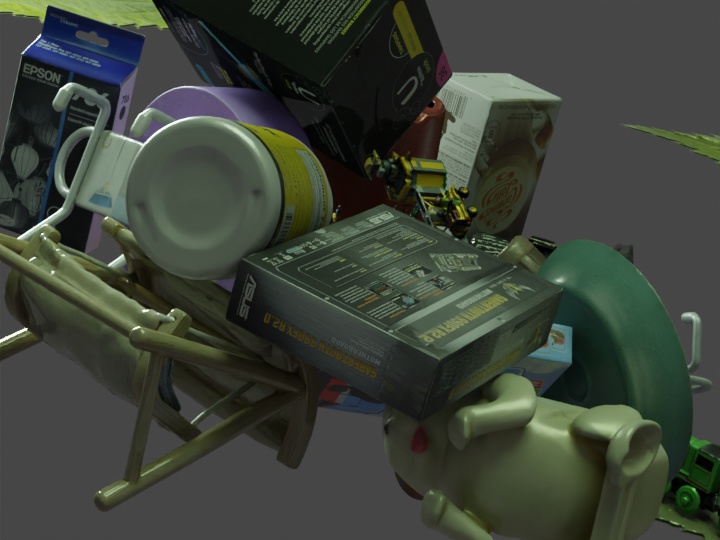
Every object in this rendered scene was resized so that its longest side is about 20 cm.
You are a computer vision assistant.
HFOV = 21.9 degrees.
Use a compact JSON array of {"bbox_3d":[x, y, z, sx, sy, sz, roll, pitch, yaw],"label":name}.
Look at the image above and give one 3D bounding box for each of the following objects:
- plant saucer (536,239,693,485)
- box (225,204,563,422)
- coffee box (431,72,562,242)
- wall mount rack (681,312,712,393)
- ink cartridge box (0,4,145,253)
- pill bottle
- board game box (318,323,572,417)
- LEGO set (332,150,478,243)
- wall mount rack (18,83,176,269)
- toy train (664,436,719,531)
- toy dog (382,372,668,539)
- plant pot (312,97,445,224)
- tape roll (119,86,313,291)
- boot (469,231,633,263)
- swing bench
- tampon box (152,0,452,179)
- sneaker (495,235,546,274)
[{"bbox_3d":[0.175,0.078,1.416,0.036,0.201,0.200,-16,32,-26],"label":"plant saucer"},{"bbox_3d":[0.027,0.023,1.275,0.158,0.049,0.200,26,25,21],"label":"box"},{"bbox_3d":[0.109,-0.085,1.808,0.080,0.201,0.114,31,24,37],"label":"coffee box"},{"bbox_3d":[0.208,0.069,1.657,0.199,0.075,0.174,9,-14,-21],"label":"wall mount rack"},{"bbox_3d":[-0.259,-0.122,1.633,0.099,0.201,0.039,17,15,11],"label":"ink cartridge box"},{"bbox_3d":[-0.084,-0.049,1.335,0.111,0.112,0.200,19,5,14],"label":"pill bottle"},{"bbox_3d":[0.041,0.070,1.416,0.199,0.151,0.037,9,61,-14],"label":"board game box"},{"bbox_3d":[0.000,0.000,1.512,0.115,0.200,0.155,4,53,-28],"label":"LEGO set"},{"bbox_3d":[-0.221,-0.055,1.506,0.199,0.175,0.074,20,-2,45],"label":"wall mount rack"},{"bbox_3d":[0.261,0.158,1.452,0.042,0.057,0.200,-5,28,-46],"label":"toy train"},{"bbox_3d":[0.107,0.124,1.304,0.199,0.140,0.194,18,23,22],"label":"toy dog"},{"bbox_3d":[-0.016,-0.076,1.694,0.199,0.196,0.201,14,18,-5],"label":"plant pot"},{"bbox_3d":[-0.119,-0.050,1.530,0.065,0.201,0.200,-2,25,-43],"label":"tape roll"},{"bbox_3d":[0.181,0.008,1.776,0.157,0.080,0.211,2,-5,11],"label":"boot"},{"bbox_3d":[-0.157,0.054,1.315,0.198,0.131,0.199,28,22,35],"label":"swing bench"},{"bbox_3d":[-0.048,-0.200,1.545,0.199,0.126,0.150,32,-15,28],"label":"tampon box"},{"bbox_3d":[0.118,0.041,1.580,0.070,0.200,0.076,-42,83,-21],"label":"sneaker"}]
